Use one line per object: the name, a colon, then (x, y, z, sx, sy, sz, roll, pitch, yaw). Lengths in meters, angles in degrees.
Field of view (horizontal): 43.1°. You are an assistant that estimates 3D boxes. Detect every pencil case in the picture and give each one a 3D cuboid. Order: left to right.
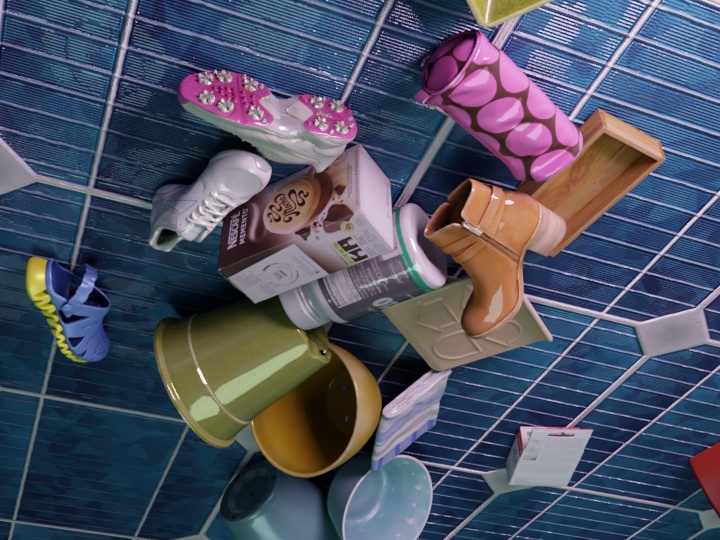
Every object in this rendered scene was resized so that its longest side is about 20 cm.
pencil case: (0.152, -0.170, 0.987, 0.200, 0.091, 0.094, 33, 94, -32)

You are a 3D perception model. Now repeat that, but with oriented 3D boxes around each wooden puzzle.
wooden puzzle: (0.151, 0.064, 1.302, 0.199, 0.046, 0.185, -16, 138, 24)

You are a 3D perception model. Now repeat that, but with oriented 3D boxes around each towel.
towel: (0.079, 0.236, 1.451, 0.147, 0.024, 0.200, -34, 153, -28)

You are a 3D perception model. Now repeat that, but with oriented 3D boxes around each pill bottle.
pill bottle: (0.000, 0.000, 1.163, 0.199, 0.113, 0.113, -21, 136, 23)

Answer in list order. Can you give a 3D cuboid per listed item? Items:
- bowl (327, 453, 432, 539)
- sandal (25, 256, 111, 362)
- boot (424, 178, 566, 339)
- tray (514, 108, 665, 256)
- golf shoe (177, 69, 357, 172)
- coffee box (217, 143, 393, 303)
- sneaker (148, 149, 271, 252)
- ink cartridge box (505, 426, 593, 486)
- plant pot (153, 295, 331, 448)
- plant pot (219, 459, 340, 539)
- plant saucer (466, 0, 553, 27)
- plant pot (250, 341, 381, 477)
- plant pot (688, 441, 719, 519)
bowl: (0.019, 0.405, 1.615, 0.105, 0.201, 0.201, 18, 163, 50)
sandal: (-0.382, 0.057, 1.251, 0.087, 0.080, 0.200, -9, 141, 3)
boot: (0.138, -0.015, 1.106, 0.154, 0.074, 0.200, 18, 112, -31)
tray: (0.260, -0.102, 1.110, 0.098, 0.037, 0.200, 21, 134, -24)
golf shoe: (-0.108, -0.157, 1.006, 0.199, 0.076, 0.092, 14, 141, -16)
coffee box: (-0.066, -0.054, 1.097, 0.199, 0.113, 0.080, -22, 136, 22)
sneaker: (-0.178, -0.076, 1.073, 0.200, 0.081, 0.070, -24, 135, 38)
ink cartridge box: (0.327, 0.310, 1.595, 0.108, 0.051, 0.200, 2, 139, -3)
plant pot: (-0.149, 0.113, 1.261, 0.189, 0.200, 0.200, -28, 135, 10)
plant pot: (-0.146, 0.450, 1.652, 0.200, 0.200, 0.188, -24, 120, 25)
plant saucer: (0.161, -0.339, 0.813, 0.199, 0.048, 0.200, -19, 136, 20)
plant pot: (-0.048, 0.201, 1.366, 0.200, 0.201, 0.142, -27, 160, 28)
plant pot: (0.740, 0.396, 1.611, 0.199, 0.177, 0.200, 21, 135, -24)
